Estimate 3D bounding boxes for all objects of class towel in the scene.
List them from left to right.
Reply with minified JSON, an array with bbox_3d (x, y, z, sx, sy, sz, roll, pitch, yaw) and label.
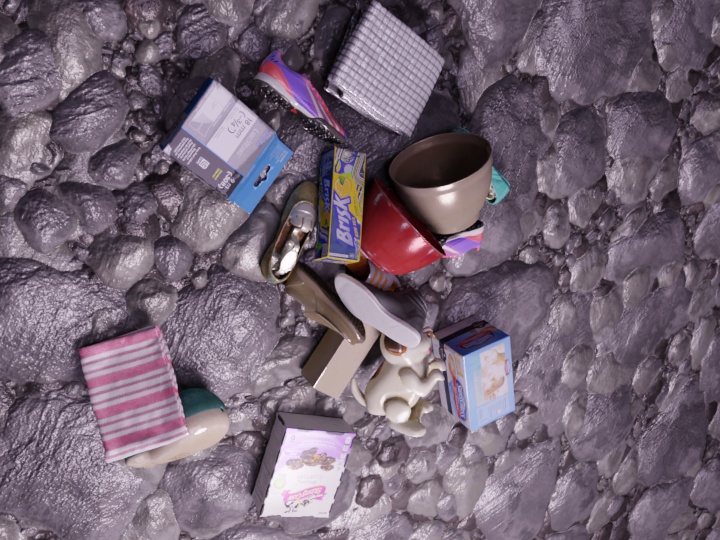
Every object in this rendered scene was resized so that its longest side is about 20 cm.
[{"bbox_3d":[-0.389,0.209,1.022,0.144,0.030,0.203,-17,81,-9],"label":"towel"},{"bbox_3d":[0.039,-0.362,1.093,0.198,0.085,0.168,25,96,-32],"label":"towel"}]

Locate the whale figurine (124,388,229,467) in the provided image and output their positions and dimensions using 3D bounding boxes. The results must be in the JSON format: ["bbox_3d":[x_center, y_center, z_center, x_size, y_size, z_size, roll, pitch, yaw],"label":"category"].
[{"bbox_3d":[-0.342,0.292,1.107,0.198,0.105,0.159,-30,157,7],"label":"whale figurine"}]

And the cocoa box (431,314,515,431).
[{"bbox_3d":[0.260,0.232,1.365,0.131,0.131,0.204,-19,114,-20],"label":"cocoa box"}]

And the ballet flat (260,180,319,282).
[{"bbox_3d":[-0.123,-0.067,1.113,0.070,0.071,0.202,26,93,-30],"label":"ballet flat"}]

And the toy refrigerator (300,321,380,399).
[{"bbox_3d":[-0.033,0.152,1.230,0.076,0.070,0.202,33,91,-38],"label":"toy refrigerator"}]

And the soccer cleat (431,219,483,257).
[{"bbox_3d":[0.179,-0.051,1.274,0.197,0.068,0.074,-19,122,-21],"label":"soccer cleat"}]

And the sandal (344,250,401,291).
[{"bbox_3d":[-0.006,0.002,1.183,0.206,0.079,0.060,43,48,-23],"label":"sandal"}]

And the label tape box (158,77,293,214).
[{"bbox_3d":[-0.218,-0.205,1.022,0.199,0.063,0.145,37,88,-30],"label":"label tape box"}]

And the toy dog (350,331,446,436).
[{"bbox_3d":[0.084,0.198,1.218,0.139,0.191,0.204,-27,129,-62],"label":"toy dog"}]

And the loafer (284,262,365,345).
[{"bbox_3d":[-0.070,0.073,1.157,0.067,0.076,0.200,-44,85,15],"label":"loafer"}]

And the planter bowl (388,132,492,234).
[{"bbox_3d":[0.166,-0.158,1.163,0.198,0.200,0.136,-30,126,-15],"label":"planter bowl"}]

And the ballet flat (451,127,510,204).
[{"bbox_3d":[0.244,-0.208,1.250,0.200,0.067,0.071,42,77,-32],"label":"ballet flat"}]

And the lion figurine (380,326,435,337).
[{"bbox_3d":[0.084,0.139,1.292,0.122,0.073,0.201,-38,105,4],"label":"lion figurine"}]

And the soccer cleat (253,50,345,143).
[{"bbox_3d":[-0.094,-0.298,1.049,0.199,0.068,0.074,32,77,-32],"label":"soccer cleat"}]

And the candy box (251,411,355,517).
[{"bbox_3d":[-0.120,0.413,1.265,0.165,0.071,0.204,13,100,-30],"label":"candy box"}]

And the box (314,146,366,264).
[{"bbox_3d":[-0.038,-0.117,1.104,0.069,0.064,0.204,7,83,-27],"label":"box"}]

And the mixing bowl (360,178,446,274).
[{"bbox_3d":[0.060,-0.066,1.149,0.108,0.201,0.199,-44,122,13],"label":"mixing bowl"}]

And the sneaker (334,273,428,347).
[{"bbox_3d":[0.045,0.054,1.150,0.199,0.071,0.100,36,47,1],"label":"sneaker"}]
